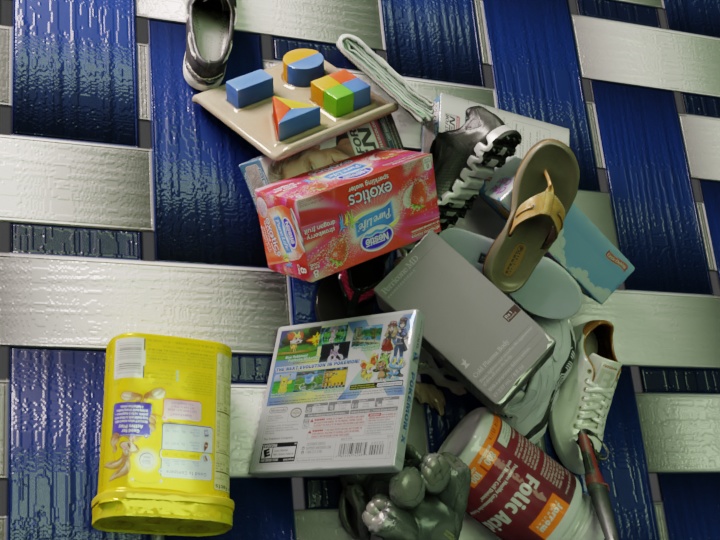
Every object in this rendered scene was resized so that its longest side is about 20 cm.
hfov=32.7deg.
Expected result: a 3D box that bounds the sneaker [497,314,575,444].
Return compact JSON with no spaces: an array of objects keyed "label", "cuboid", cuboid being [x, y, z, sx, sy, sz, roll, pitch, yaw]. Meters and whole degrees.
[{"label":"sneaker","cuboid":[0.212,0.111,1.516,0.075,0.115,0.201,10,61,25]}]

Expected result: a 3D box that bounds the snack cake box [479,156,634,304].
[{"label":"snack cake box","cuboid":[0.247,-0.055,1.576,0.200,0.115,0.067,43,91,-17]}]

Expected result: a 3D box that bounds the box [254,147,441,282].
[{"label":"box","cuboid":[-0.012,-0.069,1.426,0.199,0.095,0.101,-21,112,-32]}]

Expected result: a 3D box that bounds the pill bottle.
[{"label":"pill bottle","cuboid":[0.189,0.264,1.451,0.199,0.114,0.114,37,59,-6]}]

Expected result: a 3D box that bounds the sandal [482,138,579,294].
[{"label":"sandal","cuboid":[0.210,-0.058,1.478,0.080,0.054,0.201,20,104,-13]}]

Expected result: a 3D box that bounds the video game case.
[{"label":"video game case","cuboid":[-0.027,0.139,1.370,0.022,0.199,0.184,38,53,-45]}]

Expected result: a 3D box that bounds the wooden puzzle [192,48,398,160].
[{"label":"wooden puzzle","cuboid":[-0.081,-0.215,1.497,0.184,0.047,0.200,-27,42,-30]}]

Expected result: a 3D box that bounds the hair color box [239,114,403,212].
[{"label":"hair color box","cuboid":[-0.039,-0.122,1.514,0.199,0.060,0.101,-27,101,-30]}]

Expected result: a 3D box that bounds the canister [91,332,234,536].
[{"label":"canister","cuboid":[-0.209,0.177,1.325,0.147,0.087,0.202,8,65,-21]}]

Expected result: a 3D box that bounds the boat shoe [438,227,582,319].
[{"label":"boat shoe","cuboid":[0.189,0.003,1.573,0.201,0.086,0.075,21,95,8]}]

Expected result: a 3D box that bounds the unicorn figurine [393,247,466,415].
[{"label":"unicorn figurine","cuboid":[0.089,0.063,1.509,0.136,0.074,0.201,20,68,-4]}]

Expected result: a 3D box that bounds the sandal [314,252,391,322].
[{"label":"sandal","cuboid":[0.000,0.000,1.514,0.075,0.045,0.201,28,61,-12]}]

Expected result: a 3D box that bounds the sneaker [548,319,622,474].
[{"label":"sneaker","cuboid":[0.289,0.155,1.560,0.072,0.085,0.202,15,66,-20]}]

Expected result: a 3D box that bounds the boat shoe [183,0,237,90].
[{"label":"boat shoe","cuboid":[-0.191,-0.327,1.552,0.073,0.060,0.202,11,64,-14]}]

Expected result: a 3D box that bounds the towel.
[{"label":"towel","cuboid":[0.032,-0.245,1.554,0.149,0.200,0.031,42,96,-5]}]

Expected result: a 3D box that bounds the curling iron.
[{"label":"curling iron","cuboid":[0.285,0.257,1.443,0.049,0.026,0.201,37,24,-21]}]

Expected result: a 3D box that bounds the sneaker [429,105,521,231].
[{"label":"sneaker","cuboid":[0.115,-0.127,1.554,0.066,0.200,0.091,5,42,-50]}]

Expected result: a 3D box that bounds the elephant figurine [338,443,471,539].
[{"label":"elephant figurine","cuboid":[0.027,0.239,1.394,0.141,0.199,0.156,14,92,-37]}]

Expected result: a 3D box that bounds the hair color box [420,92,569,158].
[{"label":"hair color box","cuboid":[0.182,-0.159,1.651,0.198,0.061,0.101,13,66,-19]}]

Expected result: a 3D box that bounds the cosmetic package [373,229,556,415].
[{"label":"cosmetic package","cuboid":[0.120,0.060,1.428,0.200,0.090,0.107,41,83,13]}]
